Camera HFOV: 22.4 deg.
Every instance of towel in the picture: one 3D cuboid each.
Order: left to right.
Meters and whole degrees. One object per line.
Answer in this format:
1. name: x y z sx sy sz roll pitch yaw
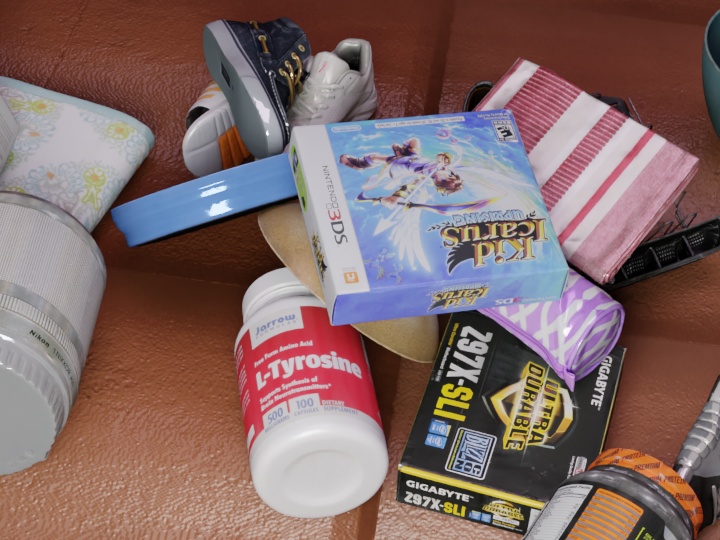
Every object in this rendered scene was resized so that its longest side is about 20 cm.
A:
1. towel: -0.320 -0.104 1.744 0.198 0.048 0.172 17 48 12
2. towel: 0.177 -0.090 1.594 0.199 0.023 0.144 35 72 25

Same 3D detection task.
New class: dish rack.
1. dish rack: 0.237 -0.079 1.716 0.152 0.055 0.201 -18 72 -22

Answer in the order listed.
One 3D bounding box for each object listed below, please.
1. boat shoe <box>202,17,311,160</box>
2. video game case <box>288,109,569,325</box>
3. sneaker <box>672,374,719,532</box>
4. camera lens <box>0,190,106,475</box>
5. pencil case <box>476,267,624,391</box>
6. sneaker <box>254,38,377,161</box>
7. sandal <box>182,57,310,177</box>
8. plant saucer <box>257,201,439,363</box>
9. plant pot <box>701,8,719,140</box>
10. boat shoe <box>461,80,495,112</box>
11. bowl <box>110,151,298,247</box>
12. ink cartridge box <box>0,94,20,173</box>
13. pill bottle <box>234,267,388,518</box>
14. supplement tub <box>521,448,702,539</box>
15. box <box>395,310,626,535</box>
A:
1. boat shoe: -0.080 -0.179 1.709 0.090 0.071 0.201 -11 42 -16
2. video game case: 0.054 -0.049 1.514 0.198 0.046 0.182 -6 54 -13
3. sneaker: 0.319 0.168 1.492 0.115 0.075 0.200 22 45 15
4. camera lens: -0.301 0.047 1.500 0.158 0.161 0.201 6 43 1
5. pencil case: 0.131 0.015 1.560 0.199 0.084 0.085 34 58 29
6. sneaker: -0.046 -0.164 1.790 0.077 0.100 0.200 19 45 15
7. sandal: -0.122 -0.159 1.801 0.059 0.080 0.206 24 41 25
8. plant saucer: 0.000 0.000 1.578 0.200 0.036 0.200 38 14 -11
9. plant pot: 0.427 -0.163 1.805 0.198 0.136 0.201 3 43 -3
10. boat shoe: 0.128 -0.101 1.765 0.071 0.068 0.201 0 46 -5
11. bowl: -0.125 -0.064 1.637 0.199 0.040 0.201 -17 2 0
12. ink cartridge box: -0.391 -0.090 1.604 0.084 0.146 0.201 9 62 17
13. pill bottle: -0.046 0.095 1.507 0.111 0.113 0.201 -4 44 -9
14. supplement tub: 0.169 0.236 1.353 0.122 0.123 0.200 26 55 22
15. box: 0.129 0.129 1.535 0.158 0.050 0.201 13 44 11
